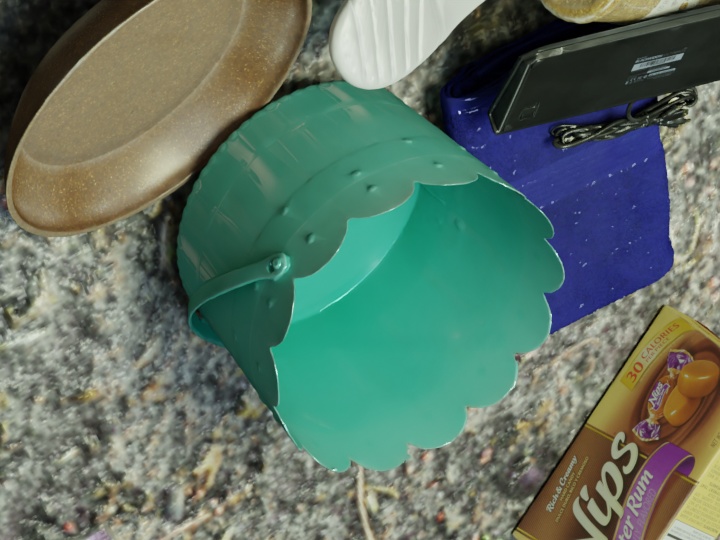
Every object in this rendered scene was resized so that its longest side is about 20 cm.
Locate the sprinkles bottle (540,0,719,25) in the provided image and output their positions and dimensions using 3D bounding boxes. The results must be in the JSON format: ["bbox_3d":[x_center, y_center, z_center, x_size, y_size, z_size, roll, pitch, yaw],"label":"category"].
[{"bbox_3d":[0.181,-0.177,1.272,0.199,0.068,0.069,-5,121,-52],"label":"sprinkles bottle"}]

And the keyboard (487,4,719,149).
[{"bbox_3d":[0.166,-0.116,1.277,0.199,0.021,0.127,-14,152,-22],"label":"keyboard"}]

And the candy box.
[{"bbox_3d":[0.204,0.140,1.478,0.056,0.117,0.201,28,100,-40],"label":"candy box"}]

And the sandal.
[{"bbox_3d":[0.042,-0.184,1.217,0.207,0.059,0.079,-43,121,-22],"label":"sandal"}]

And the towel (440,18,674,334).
[{"bbox_3d":[0.125,-0.060,1.357,0.147,0.050,0.201,-24,126,-16],"label":"towel"}]

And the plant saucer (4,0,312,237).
[{"bbox_3d":[-0.114,-0.100,1.136,0.200,0.037,0.201,-37,162,-14],"label":"plant saucer"}]

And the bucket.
[{"bbox_3d":[0.000,0.000,1.233,0.206,0.135,0.208,-22,134,-24],"label":"bucket"}]
